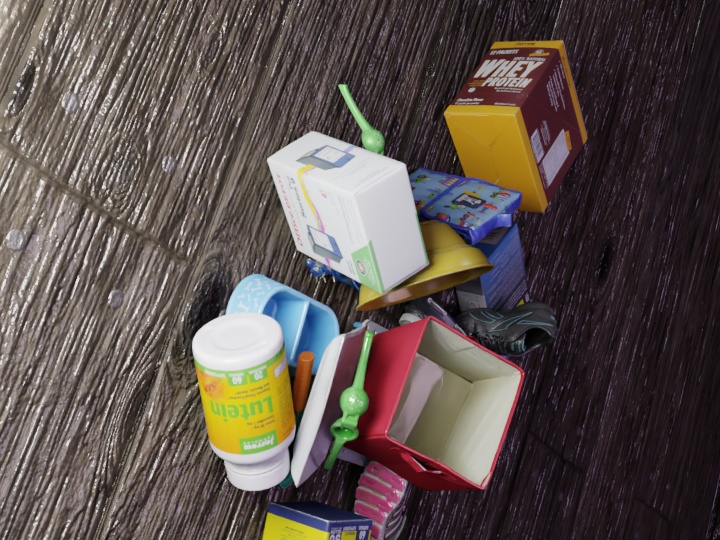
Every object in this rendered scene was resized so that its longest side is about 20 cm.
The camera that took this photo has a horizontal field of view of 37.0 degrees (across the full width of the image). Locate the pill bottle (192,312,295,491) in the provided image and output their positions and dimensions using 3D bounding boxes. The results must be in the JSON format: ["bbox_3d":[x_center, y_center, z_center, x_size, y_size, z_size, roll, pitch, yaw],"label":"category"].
[{"bbox_3d":[-0.137,0.164,1.314,0.111,0.110,0.203,-37,131,-44],"label":"pill bottle"}]

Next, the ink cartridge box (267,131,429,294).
[{"bbox_3d":[-0.018,-0.077,1.360,0.087,0.199,0.147,-31,124,-23],"label":"ink cartridge box"}]

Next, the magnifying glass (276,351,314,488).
[{"bbox_3d":[-0.086,0.200,1.426,0.080,0.022,0.203,-39,143,-59],"label":"magnifying glass"}]

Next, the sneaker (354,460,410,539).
[{"bbox_3d":[0.036,0.354,1.621,0.087,0.073,0.203,-5,115,-61],"label":"sneaker"}]

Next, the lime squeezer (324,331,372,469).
[{"bbox_3d":[-0.019,0.183,1.392,0.037,0.071,0.203,10,108,-22],"label":"lime squeezer"}]

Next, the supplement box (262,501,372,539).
[{"bbox_3d":[-0.071,0.427,1.463,0.108,0.108,0.204,14,85,-54],"label":"supplement box"}]

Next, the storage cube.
[{"bbox_3d":[0.094,0.190,1.496,0.169,0.179,0.203,29,68,-17],"label":"storage cube"}]

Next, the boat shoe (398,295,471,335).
[{"bbox_3d":[0.146,0.107,1.706,0.200,0.075,0.061,41,68,-33],"label":"boat shoe"}]

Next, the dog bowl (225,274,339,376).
[{"bbox_3d":[-0.096,0.077,1.414,0.199,0.049,0.113,30,72,-52],"label":"dog bowl"}]

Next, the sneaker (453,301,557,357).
[{"bbox_3d":[0.227,0.103,1.759,0.080,0.196,0.076,-99,174,-57],"label":"sneaker"}]

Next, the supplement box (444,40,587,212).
[{"bbox_3d":[0.263,-0.241,1.787,0.201,0.131,0.199,-54,135,-34],"label":"supplement box"}]

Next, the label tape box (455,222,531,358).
[{"bbox_3d":[0.230,0.038,1.852,0.144,0.062,0.203,-45,131,-40],"label":"label tape box"}]

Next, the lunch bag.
[{"bbox_3d":[0.133,-0.077,1.578,0.150,0.197,0.096,-34,123,-46],"label":"lunch bag"}]

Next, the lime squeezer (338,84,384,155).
[{"bbox_3d":[0.001,-0.153,1.487,0.038,0.069,0.204,-34,125,-66],"label":"lime squeezer"}]

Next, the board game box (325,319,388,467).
[{"bbox_3d":[0.026,0.195,1.628,0.199,0.026,0.203,30,72,-53],"label":"board game box"}]

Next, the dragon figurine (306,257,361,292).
[{"bbox_3d":[0.000,0.000,1.520,0.200,0.058,0.101,39,76,-49],"label":"dragon figurine"}]

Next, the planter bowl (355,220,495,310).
[{"bbox_3d":[0.077,-0.015,1.451,0.199,0.198,0.085,-7,78,-53],"label":"planter bowl"}]

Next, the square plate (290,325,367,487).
[{"bbox_3d":[-0.044,0.171,1.428,0.198,0.028,0.203,-7,115,-82],"label":"square plate"}]
